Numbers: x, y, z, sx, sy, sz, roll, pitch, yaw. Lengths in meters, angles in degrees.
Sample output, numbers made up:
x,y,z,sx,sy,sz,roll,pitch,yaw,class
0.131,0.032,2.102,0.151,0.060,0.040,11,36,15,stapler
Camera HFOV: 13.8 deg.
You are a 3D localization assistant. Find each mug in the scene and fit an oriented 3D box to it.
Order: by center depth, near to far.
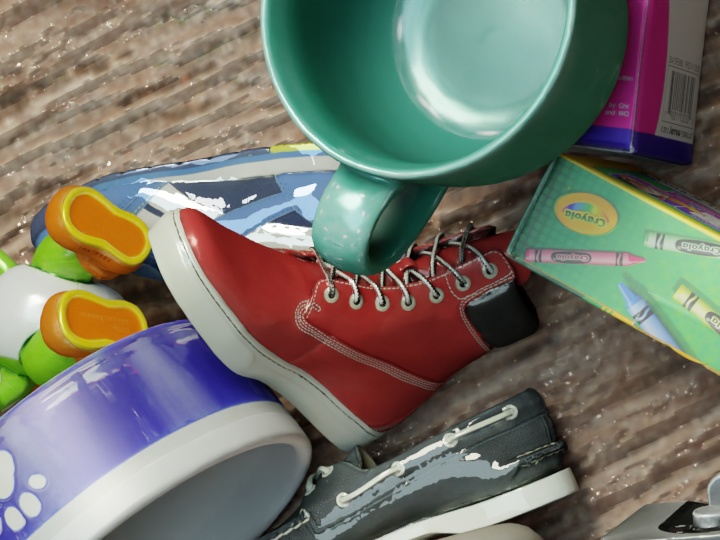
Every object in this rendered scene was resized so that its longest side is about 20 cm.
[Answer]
x,y,z,sx,sy,sz,roll,pitch,yaw,class
0.034,-0.105,1.359,0.185,0.114,0.152,-37,76,18,mug

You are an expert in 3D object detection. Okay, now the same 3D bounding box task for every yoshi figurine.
x,y,z,sx,sy,sz,roll,pitch,yaw,class
-0.195,0.025,1.527,0.200,0.112,0.112,-27,97,50,yoshi figurine

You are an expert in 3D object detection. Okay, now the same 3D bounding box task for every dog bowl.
x,y,z,sx,sy,sz,roll,pitch,yaw,class
-0.125,0.117,1.478,0.200,0.200,0.079,-43,72,15,dog bowl

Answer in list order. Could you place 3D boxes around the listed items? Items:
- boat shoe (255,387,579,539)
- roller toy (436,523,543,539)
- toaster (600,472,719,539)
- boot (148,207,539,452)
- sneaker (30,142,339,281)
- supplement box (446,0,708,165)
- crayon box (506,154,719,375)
x,y,z,sx,sy,sz,roll,pitch,yaw,class
0.010,0.116,1.496,0.199,0.076,0.061,-20,84,8,boat shoe
0.023,0.210,1.425,0.200,0.182,0.140,-24,80,37,roller toy
0.216,0.190,1.331,0.180,0.119,0.201,-7,99,20,toaster
0.000,0.000,1.442,0.144,0.200,0.073,-33,50,17,boot
-0.080,-0.016,1.533,0.199,0.074,0.083,-8,88,22,sneaker
0.113,-0.159,1.443,0.103,0.101,0.201,8,91,22,supplement box
0.181,0.014,1.403,0.199,0.119,0.058,29,100,20,crayon box
